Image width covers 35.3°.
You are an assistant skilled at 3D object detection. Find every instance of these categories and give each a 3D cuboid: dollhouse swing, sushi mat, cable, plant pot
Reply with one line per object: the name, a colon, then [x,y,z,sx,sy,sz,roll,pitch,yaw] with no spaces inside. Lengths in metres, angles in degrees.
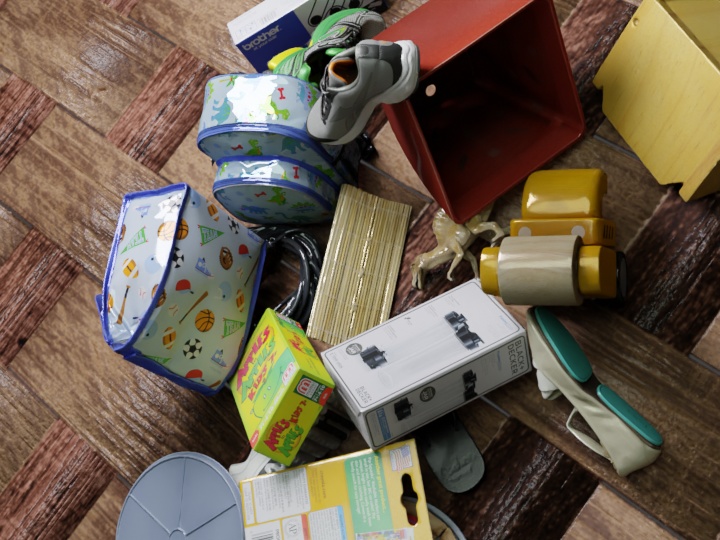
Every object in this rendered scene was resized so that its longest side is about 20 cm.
dollhouse swing: [0.412,-0.208,1.280,0.201,0.174,0.182,59,138,31]
sushi mat: [0.000,0.000,1.344,0.012,0.095,0.202,-30,44,63]
cable: [-0.131,0.023,1.409,0.200,0.051,0.163,-46,53,4]
plant pot: [0.115,-0.215,1.313,0.199,0.201,0.176,-35,41,-10]

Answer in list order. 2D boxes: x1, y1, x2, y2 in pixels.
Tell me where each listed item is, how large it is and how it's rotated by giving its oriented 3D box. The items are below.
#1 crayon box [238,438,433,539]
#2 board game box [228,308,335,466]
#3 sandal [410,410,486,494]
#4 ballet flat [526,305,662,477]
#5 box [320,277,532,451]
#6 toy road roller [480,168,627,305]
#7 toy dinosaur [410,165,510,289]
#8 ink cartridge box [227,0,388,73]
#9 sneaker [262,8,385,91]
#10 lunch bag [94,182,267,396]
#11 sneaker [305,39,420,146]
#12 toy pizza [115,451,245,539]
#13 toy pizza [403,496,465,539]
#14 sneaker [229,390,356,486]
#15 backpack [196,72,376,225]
crayon box: [-0.022,0.264,1.183,0.198,0.052,0.127,-15,63,11]
board game box: [-0.093,0.125,1.263,0.102,0.047,0.200,-61,20,8]
sandal: [0.072,0.156,1.255,0.075,0.045,0.201,-38,58,4]
ballet flat: [0.225,0.129,1.172,0.069,0.069,0.200,-40,76,2]
box: [0.072,0.098,1.218,0.199,0.061,0.117,-26,38,-13]
toy road roller: [0.209,-0.037,1.197,0.122,0.200,0.148,-1,89,23]
toy dinosaur: [0.134,-0.054,1.317,0.101,0.058,0.200,37,85,33]
ink cartridge box: [-0.070,-0.341,1.516,0.199,0.094,0.044,-29,59,10]
sneaker: [-0.029,-0.271,1.441,0.085,0.079,0.200,7,41,44]
lunch bag: [-0.211,0.028,1.315,0.123,0.170,0.202,-9,63,33]
sneaker: [-0.014,-0.195,1.205,0.200,0.079,0.075,-31,55,57]
toy pizza: [-0.202,0.311,1.301,0.198,0.032,0.203,-8,74,31]
toy pizza: [0.027,0.337,1.193,0.198,0.032,0.202,-10,64,20]
sneaker: [-0.074,0.189,1.294,0.200,0.075,0.081,-48,49,-3]
backpack: [-0.102,-0.144,1.377,0.181,0.200,0.148,0,67,23]
